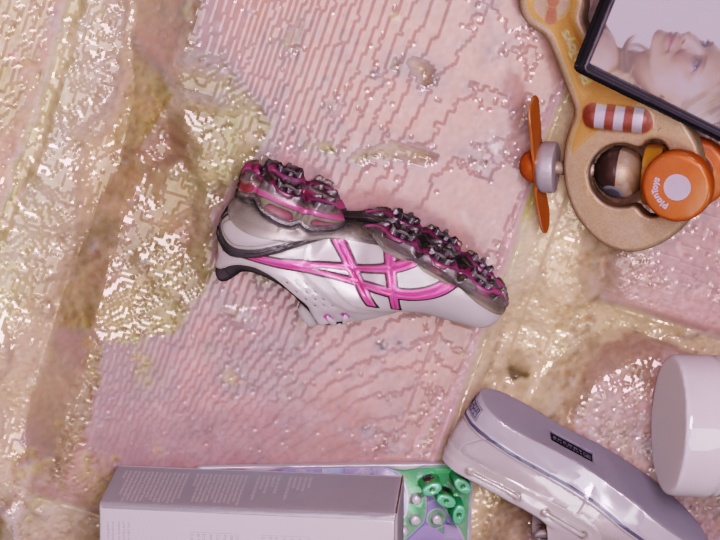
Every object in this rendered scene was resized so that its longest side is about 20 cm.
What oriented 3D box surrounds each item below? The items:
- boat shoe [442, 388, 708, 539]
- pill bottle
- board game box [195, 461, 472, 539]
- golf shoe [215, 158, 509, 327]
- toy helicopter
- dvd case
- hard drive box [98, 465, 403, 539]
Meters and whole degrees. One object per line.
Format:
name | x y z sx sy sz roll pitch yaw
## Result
boat shoe | 0.147 0.160 1.736 0.200 0.071 0.070 30 112 -13
pill bottle | 0.308 0.108 1.705 0.200 0.114 0.114 2 106 -7
board game box | -0.021 0.234 1.756 0.200 0.026 0.200 0 106 -7
golf shoe | 0.000 0.000 1.671 0.200 0.073 0.092 22 109 -2
toy helicopter | 0.152 -0.106 1.659 0.132 0.079 0.200 -23 93 21
dvd case | 0.244 -0.156 1.611 0.200 0.018 0.143 23 87 -26
hard drive box | -0.072 0.219 1.684 0.200 0.077 0.156 3 106 4
